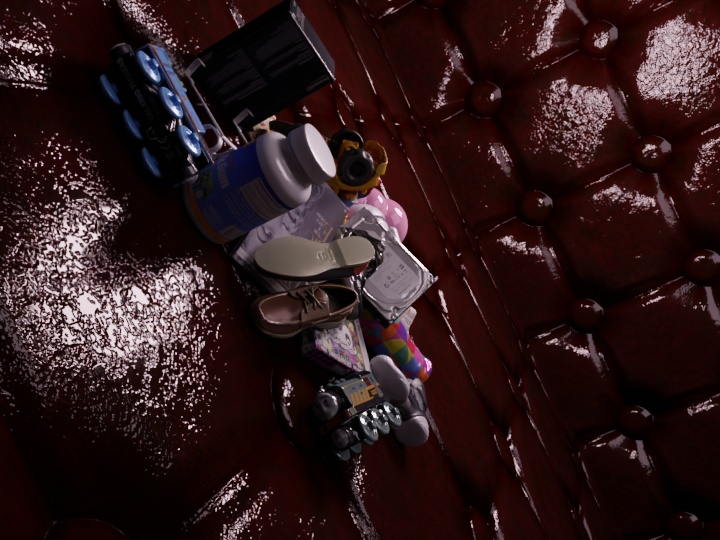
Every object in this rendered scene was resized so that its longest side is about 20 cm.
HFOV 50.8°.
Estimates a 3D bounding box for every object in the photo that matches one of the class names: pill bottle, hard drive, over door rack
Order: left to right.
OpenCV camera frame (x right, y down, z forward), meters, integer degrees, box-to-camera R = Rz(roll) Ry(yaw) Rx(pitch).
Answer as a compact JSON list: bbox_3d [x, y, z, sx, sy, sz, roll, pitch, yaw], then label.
[{"bbox_3d":[-0.216,-0.213,1.193,0.148,0.067,0.200,44,21,-52],"label":"over door rack"},{"bbox_3d":[-0.140,-0.126,1.067,0.112,0.200,0.112,53,21,-31],"label":"pill bottle"},{"bbox_3d":[0.027,-0.008,1.417,0.200,0.038,0.140,46,61,7],"label":"hard drive"}]

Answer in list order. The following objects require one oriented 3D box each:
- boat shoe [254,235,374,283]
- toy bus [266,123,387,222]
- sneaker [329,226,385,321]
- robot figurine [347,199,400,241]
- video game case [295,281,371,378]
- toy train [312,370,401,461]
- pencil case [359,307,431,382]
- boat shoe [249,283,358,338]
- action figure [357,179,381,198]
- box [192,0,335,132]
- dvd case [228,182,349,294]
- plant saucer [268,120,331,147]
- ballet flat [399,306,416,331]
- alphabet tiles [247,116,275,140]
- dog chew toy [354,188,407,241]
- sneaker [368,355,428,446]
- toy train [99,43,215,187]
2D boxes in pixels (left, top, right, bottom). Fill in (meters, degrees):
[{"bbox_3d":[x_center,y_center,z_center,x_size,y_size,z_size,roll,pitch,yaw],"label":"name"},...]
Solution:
[{"bbox_3d":[-0.074,-0.012,1.164,0.200,0.063,0.071,-7,66,-31],"label":"boat shoe"},{"bbox_3d":[-0.067,-0.138,1.298,0.136,0.199,0.192,-111,-154,-61],"label":"toy bus"},{"bbox_3d":[0.000,0.000,1.321,0.076,0.114,0.200,106,-22,-43],"label":"sneaker"},{"bbox_3d":[0.010,-0.047,1.516,0.169,0.113,0.200,-8,71,-34],"label":"robot figurine"},{"bbox_3d":[-0.054,0.089,1.293,0.200,0.036,0.182,40,29,-52],"label":"video game case"},{"bbox_3d":[-0.010,0.221,1.186,0.114,0.085,0.200,56,18,12],"label":"toy train"},{"bbox_3d":[0.064,0.141,1.479,0.200,0.088,0.088,58,19,-28],"label":"pencil case"},{"bbox_3d":[-0.082,0.051,1.146,0.200,0.072,0.076,-8,65,-51],"label":"boat shoe"},{"bbox_3d":[-0.033,-0.138,1.429,0.052,0.200,0.066,-12,75,-33],"label":"action figure"},{"bbox_3d":[-0.162,-0.345,1.289,0.141,0.200,0.079,54,21,-32],"label":"box"},{"bbox_3d":[-0.105,-0.060,1.182,0.149,0.016,0.200,48,64,-42],"label":"dvd case"},{"bbox_3d":[-0.086,-0.223,1.426,0.200,0.200,0.035,27,84,-62],"label":"plant saucer"},{"bbox_3d":[0.082,0.076,1.624,0.068,0.075,0.200,52,22,-37],"label":"ballet flat"},{"bbox_3d":[-0.157,-0.229,1.464,0.167,0.006,0.200,62,18,-7],"label":"alphabet tiles"},{"bbox_3d":[0.012,-0.123,1.631,0.200,0.124,0.125,39,30,-37],"label":"dog chew toy"},{"bbox_3d":[0.069,0.222,1.408,0.114,0.075,0.200,-78,145,-62],"label":"sneaker"},{"bbox_3d":[-0.265,-0.208,1.014,0.200,0.087,0.114,61,12,-5],"label":"toy train"}]
